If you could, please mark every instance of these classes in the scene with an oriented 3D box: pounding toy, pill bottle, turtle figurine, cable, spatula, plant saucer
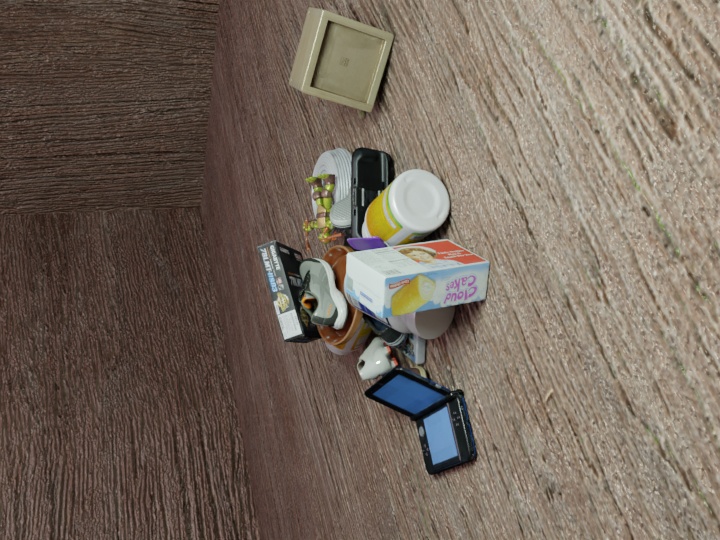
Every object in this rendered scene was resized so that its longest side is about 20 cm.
[{"bbox_3d":[-0.032,-0.410,1.491,0.142,0.198,0.186,47,122,60],"label":"pounding toy"},{"bbox_3d":[0.069,0.045,1.311,0.199,0.115,0.117,26,119,49],"label":"pill bottle"},{"bbox_3d":[-0.022,0.107,1.628,0.201,0.108,0.110,115,146,-52],"label":"pill bottle"},{"bbox_3d":[-0.076,-0.129,1.620,0.200,0.064,0.163,177,89,-67],"label":"turtle figurine"},{"bbox_3d":[0.072,-0.096,1.324,0.200,0.110,0.112,143,120,-67],"label":"pill bottle"},{"bbox_3d":[-0.058,-0.187,1.727,0.201,0.068,0.201,105,153,-42],"label":"cable"},{"bbox_3d":[0.073,-0.033,1.285,0.021,0.198,0.057,-69,-25,-15],"label":"spatula"},{"bbox_3d":[-0.040,0.050,1.491,0.200,0.032,0.203,-12,77,60],"label":"plant saucer"}]

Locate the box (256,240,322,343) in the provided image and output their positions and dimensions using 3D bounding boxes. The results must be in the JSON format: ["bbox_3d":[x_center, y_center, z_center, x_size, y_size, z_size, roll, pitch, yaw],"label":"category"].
[{"bbox_3d":[-0.141,0.049,1.531,0.200,0.049,0.201,34,-139,-78],"label":"box"}]

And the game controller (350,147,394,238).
[{"bbox_3d":[0.024,-0.140,1.447,0.042,0.103,0.203,-6,84,57],"label":"game controller"}]

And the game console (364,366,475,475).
[{"bbox_3d":[0.100,0.273,1.309,0.200,0.117,0.172,127,136,-62],"label":"game console"}]

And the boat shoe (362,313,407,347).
[{"bbox_3d":[0.030,0.074,1.455,0.069,0.057,0.200,-45,40,4],"label":"boat shoe"}]

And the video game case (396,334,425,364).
[{"bbox_3d":[0.086,0.060,1.449,0.182,0.022,0.202,-147,56,-66],"label":"video game case"}]

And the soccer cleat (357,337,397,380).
[{"bbox_3d":[0.028,0.178,1.474,0.070,0.077,0.200,62,180,0],"label":"soccer cleat"}]

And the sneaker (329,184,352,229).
[{"bbox_3d":[-0.008,-0.116,1.521,0.200,0.078,0.080,-57,-30,-57],"label":"sneaker"}]

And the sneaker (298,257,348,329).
[{"bbox_3d":[-0.090,0.038,1.471,0.201,0.079,0.075,59,138,48],"label":"sneaker"}]

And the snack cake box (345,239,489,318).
[{"bbox_3d":[0.088,0.009,1.147,0.115,0.198,0.068,33,125,54],"label":"snack cake box"}]

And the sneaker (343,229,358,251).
[{"bbox_3d":[0.006,-0.049,1.601,0.200,0.059,0.105,-142,45,-63],"label":"sneaker"}]

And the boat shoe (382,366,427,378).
[{"bbox_3d":[0.072,0.232,1.444,0.200,0.071,0.073,149,114,-67],"label":"boat shoe"}]
